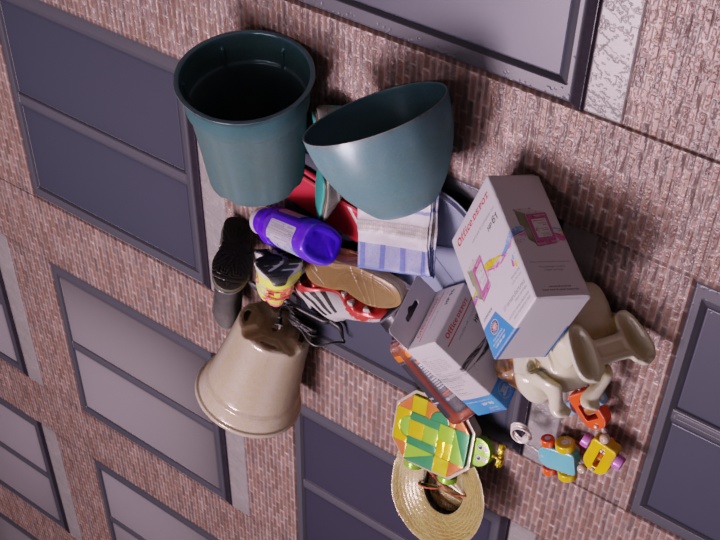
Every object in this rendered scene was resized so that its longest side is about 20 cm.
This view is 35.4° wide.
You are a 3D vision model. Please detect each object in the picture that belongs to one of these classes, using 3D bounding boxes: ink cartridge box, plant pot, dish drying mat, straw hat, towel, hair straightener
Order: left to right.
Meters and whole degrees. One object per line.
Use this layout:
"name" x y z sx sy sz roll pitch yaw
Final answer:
"plant pot" -0.160 -0.212 1.648 0.200 0.200 0.197 28 147 22
"plant pot" -0.174 0.160 1.994 0.200 0.200 0.184 35 129 14
"hair straightener" -0.113 0.074 1.936 0.200 0.077 0.041 35 170 8
"dish drying mat" -0.054 -0.106 1.765 0.200 0.018 0.077 32 140 18
"plant pot" 0.040 -0.147 1.488 0.200 0.200 0.135 1 121 43
"towel" 0.050 -0.093 1.610 0.146 0.024 0.201 9 104 38
"straw hat" 0.152 0.363 1.926 0.200 0.085 0.202 7 101 36
"ink cartridge box" 0.147 0.103 1.642 0.200 0.116 0.068 42 146 -20
"ink cartridge box" 0.203 -0.006 1.474 0.145 0.084 0.201 115 147 -49

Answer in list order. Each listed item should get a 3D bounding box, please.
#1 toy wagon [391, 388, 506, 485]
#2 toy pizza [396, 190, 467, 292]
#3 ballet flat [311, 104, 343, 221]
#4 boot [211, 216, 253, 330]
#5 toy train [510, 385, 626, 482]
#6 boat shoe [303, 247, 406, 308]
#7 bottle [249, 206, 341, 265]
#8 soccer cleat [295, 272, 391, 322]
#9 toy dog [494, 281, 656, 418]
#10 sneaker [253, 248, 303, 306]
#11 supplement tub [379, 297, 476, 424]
"toy wagon" 0.142 0.270 1.839 0.199 0.039 0.156 19 108 34
"toy pizza" 0.104 -0.046 1.658 0.200 0.032 0.201 24 135 26
"ballet flat" -0.037 -0.156 1.671 0.063 0.068 0.201 -7 131 -7
"boot" -0.230 0.031 1.944 0.072 0.182 0.200 16 133 -7
"toy train" 0.323 0.237 1.688 0.150 0.056 0.200 53 141 0
"boat shoe" 0.000 0.000 1.765 0.199 0.069 0.074 20 136 38
"bottle" -0.110 -0.061 1.786 0.083 0.066 0.200 27 177 -36
"soccer cleat" -0.024 0.052 1.842 0.199 0.069 0.085 18 142 37
"toy dog" 0.269 0.112 1.560 0.194 0.139 0.200 58 144 13
"sneaker" -0.132 0.017 1.828 0.200 0.078 0.091 -126 34 -80
"supplement tub" 0.118 0.132 1.739 0.200 0.107 0.107 50 142 -4
